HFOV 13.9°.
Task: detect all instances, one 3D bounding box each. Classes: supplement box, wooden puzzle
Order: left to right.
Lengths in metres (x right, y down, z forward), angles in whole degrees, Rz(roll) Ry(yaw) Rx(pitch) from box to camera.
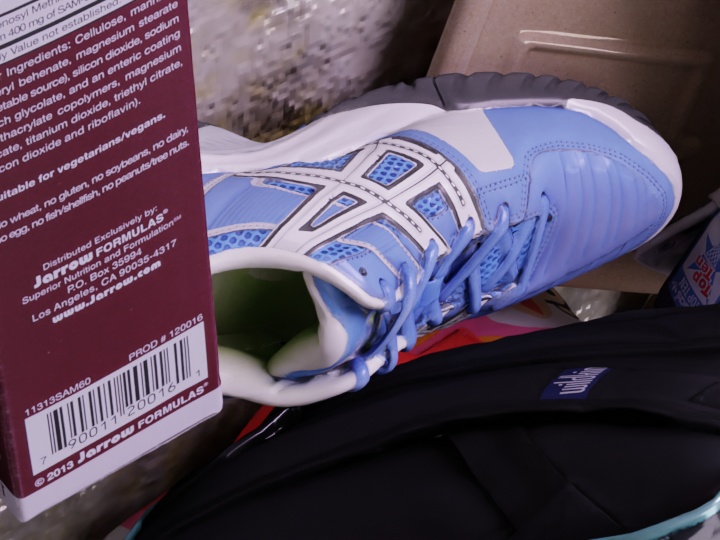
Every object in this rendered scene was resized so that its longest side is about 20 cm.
[{"bbox_3d":[-0.087,-0.052,0.638,0.061,0.109,0.201,-28,142,-23],"label":"supplement box"},{"bbox_3d":[0.106,-0.075,0.846,0.184,0.046,0.201,5,129,-25],"label":"wooden puzzle"}]

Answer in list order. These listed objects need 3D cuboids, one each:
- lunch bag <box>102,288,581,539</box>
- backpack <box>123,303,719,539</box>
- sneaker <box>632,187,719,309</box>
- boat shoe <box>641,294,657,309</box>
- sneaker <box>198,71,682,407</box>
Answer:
[{"bbox_3d":[0.007,0.094,0.924,0.200,0.082,0.177,-34,140,-16],"label":"lunch bag"},{"bbox_3d":[0.042,0.094,0.767,0.176,0.199,0.154,-41,124,-61],"label":"backpack"},{"bbox_3d":[0.121,-0.033,0.809,0.108,0.070,0.200,-27,138,2],"label":"sneaker"},{"bbox_3d":[0.150,-0.005,0.979,0.075,0.075,0.203,-36,156,-53],"label":"boat shoe"},{"bbox_3d":[0.000,0.000,0.782,0.199,0.077,0.076,-11,133,-22],"label":"sneaker"}]
